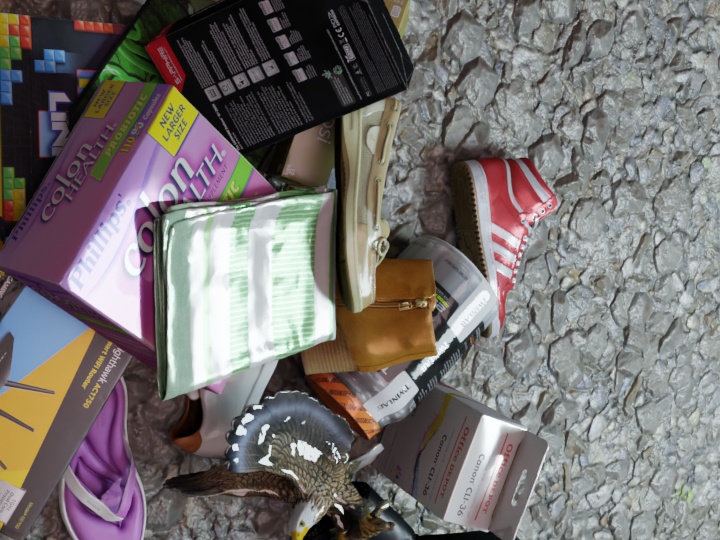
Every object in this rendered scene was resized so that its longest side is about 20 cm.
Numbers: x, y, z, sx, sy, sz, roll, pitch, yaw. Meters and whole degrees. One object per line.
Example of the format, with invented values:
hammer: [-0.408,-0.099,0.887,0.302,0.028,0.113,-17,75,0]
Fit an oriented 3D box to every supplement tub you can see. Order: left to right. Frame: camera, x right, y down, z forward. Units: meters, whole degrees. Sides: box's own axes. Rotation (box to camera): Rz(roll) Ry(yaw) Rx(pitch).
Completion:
supplement tub: [0.041,0.071,1.003,0.200,0.122,0.123,-47,117,-13]

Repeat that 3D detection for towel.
towel: [-0.090,0.011,0.805,0.199,0.023,0.155,-16,112,-49]

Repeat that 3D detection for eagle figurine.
eagle figurine: [-0.064,0.200,0.909,0.199,0.151,0.153,37,84,-11]

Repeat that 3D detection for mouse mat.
mouse mat: [-0.162,-0.131,0.874,0.200,0.007,0.162,48,63,-42]

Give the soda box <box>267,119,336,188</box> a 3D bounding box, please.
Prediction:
soda box: [-0.027,-0.179,0.946,0.063,0.068,0.203,19,90,-19]

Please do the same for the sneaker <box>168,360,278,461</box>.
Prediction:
sneaker: [-0.133,0.088,0.939,0.084,0.073,0.203,16,93,-32]

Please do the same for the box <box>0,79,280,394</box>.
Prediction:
box: [-0.165,-0.025,0.797,0.200,0.096,0.178,45,65,-46]

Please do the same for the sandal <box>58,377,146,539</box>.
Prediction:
sandal: [-0.248,0.191,0.909,0.081,0.050,0.206,-12,103,-26]

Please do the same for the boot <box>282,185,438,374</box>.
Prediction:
boot: [0.000,0.000,0.939,0.142,0.071,0.204,-11,72,0]

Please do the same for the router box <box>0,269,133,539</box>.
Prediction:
router box: [-0.311,0.112,0.844,0.148,0.051,0.202,32,82,-17]

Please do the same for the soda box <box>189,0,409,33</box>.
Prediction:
soda box: [-0.057,-0.242,0.863,0.197,0.068,0.065,20,90,2]

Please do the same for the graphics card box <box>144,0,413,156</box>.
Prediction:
graphics card box: [-0.067,-0.181,0.811,0.197,0.051,0.127,-18,116,23]

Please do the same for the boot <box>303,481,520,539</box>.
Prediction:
boot: [0.052,0.292,1.023,0.199,0.077,0.168,-30,114,28]

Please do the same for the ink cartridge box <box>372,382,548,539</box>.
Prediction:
ink cartridge box: [0.101,0.195,1.013,0.067,0.199,0.118,20,90,-29]

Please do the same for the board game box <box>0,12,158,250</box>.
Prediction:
board game box: [-0.257,-0.113,0.823,0.164,0.056,0.204,-8,104,-42]

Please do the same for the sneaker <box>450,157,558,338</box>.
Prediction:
sneaker: [0.169,-0.030,1.082,0.111,0.071,0.204,-11,103,-23]

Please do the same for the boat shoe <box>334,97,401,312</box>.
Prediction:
boat shoe: [0.009,-0.063,0.882,0.062,0.073,0.204,1,78,-9]
